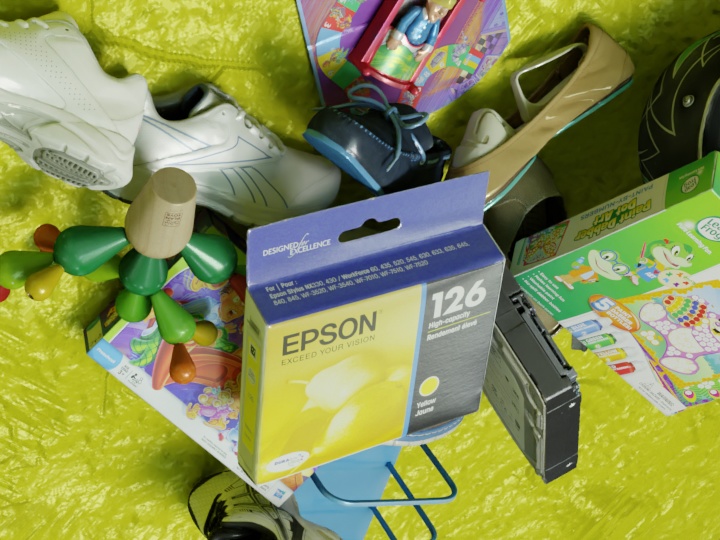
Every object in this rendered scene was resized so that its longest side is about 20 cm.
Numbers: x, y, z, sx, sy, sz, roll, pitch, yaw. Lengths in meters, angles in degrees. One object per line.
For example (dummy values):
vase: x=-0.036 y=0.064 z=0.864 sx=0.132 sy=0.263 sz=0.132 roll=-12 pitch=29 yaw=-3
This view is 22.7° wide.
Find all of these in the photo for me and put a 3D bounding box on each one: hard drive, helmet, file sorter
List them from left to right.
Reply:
file sorter: x=-0.025 y=0.228 z=1.502 sx=0.139 sy=0.123 sz=0.200 roll=3 pitch=122 yaw=-31
hard drive: x=0.123 y=0.077 z=1.416 sx=0.038 sy=0.140 sz=0.200 roll=-28 pitch=156 yaw=-8
helmet: x=0.312 y=-0.102 z=1.395 sx=0.190 sy=0.200 sz=0.200 roll=-10 pitch=136 yaw=17

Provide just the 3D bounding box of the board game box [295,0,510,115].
board game box: x=0.039 y=-0.181 z=1.282 sx=0.158 sy=0.039 sz=0.200 roll=-24 pitch=132 yaw=-12

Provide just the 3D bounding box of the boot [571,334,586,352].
boot: x=0.276 y=0.034 z=1.471 sx=0.200 sy=0.066 sz=0.165 roll=7 pitch=159 yaw=7

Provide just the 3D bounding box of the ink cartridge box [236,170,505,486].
ink cartridge box: x=0.009 y=0.042 z=1.276 sx=0.197 sy=0.047 sz=0.200 roll=-15 pitch=132 yaw=-26

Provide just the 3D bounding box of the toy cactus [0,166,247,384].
toy cactus: x=-0.148 y=-0.004 z=1.217 sx=0.200 sy=0.102 sz=0.165 roll=12 pitch=144 yaw=-12

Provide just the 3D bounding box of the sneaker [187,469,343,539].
sneaker: x=-0.089 y=0.202 z=1.396 sx=0.088 sy=0.200 sz=0.076 roll=12 pitch=97 yaw=-38

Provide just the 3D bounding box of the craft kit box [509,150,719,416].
craft kit box: x=0.251 y=0.017 z=1.360 sx=0.200 sy=0.049 sz=0.197 roll=39 pitch=135 yaw=-25

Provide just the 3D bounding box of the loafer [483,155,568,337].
loafer: x=0.135 y=-0.009 z=1.450 sx=0.076 sy=0.067 sz=0.200 roll=-26 pitch=132 yaw=-10

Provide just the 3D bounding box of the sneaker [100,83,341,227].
sneaker: x=-0.095 y=-0.083 z=1.262 sx=0.200 sy=0.075 sz=0.087 roll=7 pitch=114 yaw=-35

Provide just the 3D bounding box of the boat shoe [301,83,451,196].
boat shoe: x=0.014 y=-0.096 z=1.291 sx=0.069 sy=0.084 sz=0.200 roll=-53 pitch=167 yaw=4

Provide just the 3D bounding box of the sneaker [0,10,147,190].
sneaker: x=-0.227 y=-0.131 z=1.155 sx=0.200 sy=0.078 sz=0.099 roll=28 pitch=66 yaw=-25

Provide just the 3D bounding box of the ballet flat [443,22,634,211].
ballet flat: x=0.119 y=-0.114 z=1.364 sx=0.200 sy=0.069 sz=0.063 roll=-41 pitch=108 yaw=-11

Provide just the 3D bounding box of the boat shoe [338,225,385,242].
boat shoe: x=0.000 y=0.000 z=1.359 sx=0.062 sy=0.075 sz=0.200 roll=-42 pitch=161 yaw=26

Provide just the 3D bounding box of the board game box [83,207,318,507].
board game box: x=-0.089 y=0.067 z=1.350 sx=0.134 sy=0.045 sz=0.200 roll=-45 pitch=113 yaw=8

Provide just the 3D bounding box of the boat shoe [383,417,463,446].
boat shoe: x=0.006 y=0.096 z=1.454 sx=0.200 sy=0.072 sz=0.072 roll=0 pitch=116 yaw=-34
